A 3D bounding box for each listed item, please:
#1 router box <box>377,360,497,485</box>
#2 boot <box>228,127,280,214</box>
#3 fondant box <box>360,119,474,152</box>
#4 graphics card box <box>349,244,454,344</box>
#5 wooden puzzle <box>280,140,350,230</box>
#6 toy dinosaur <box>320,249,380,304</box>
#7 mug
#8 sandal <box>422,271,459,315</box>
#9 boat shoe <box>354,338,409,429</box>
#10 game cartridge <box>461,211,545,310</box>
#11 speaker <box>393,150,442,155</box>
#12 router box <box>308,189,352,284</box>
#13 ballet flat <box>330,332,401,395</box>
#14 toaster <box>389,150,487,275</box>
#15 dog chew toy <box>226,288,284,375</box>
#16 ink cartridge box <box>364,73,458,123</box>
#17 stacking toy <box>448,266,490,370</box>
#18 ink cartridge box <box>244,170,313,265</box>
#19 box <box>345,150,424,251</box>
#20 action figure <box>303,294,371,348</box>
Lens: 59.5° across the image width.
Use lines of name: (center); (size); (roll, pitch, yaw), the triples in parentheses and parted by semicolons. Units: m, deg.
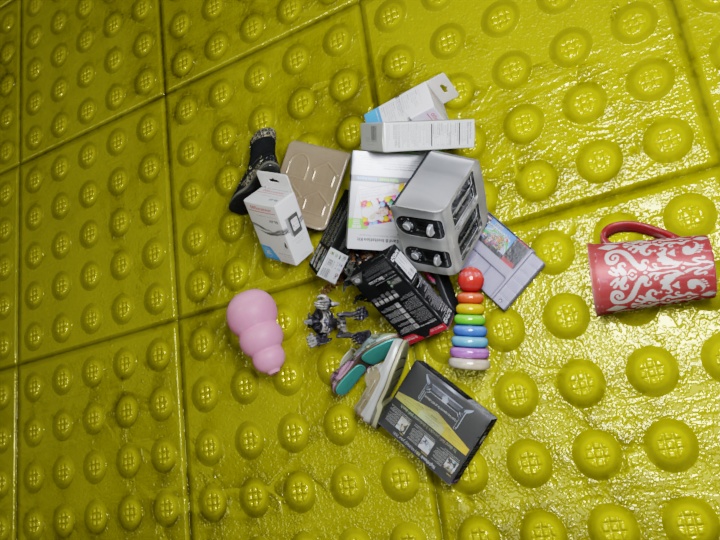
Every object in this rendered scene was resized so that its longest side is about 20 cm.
router box: (0.155, 0.306, 1.285); (0.199, 0.052, 0.159); (36, 98, 28)
boot: (-0.271, -0.253, 1.614); (0.203, 0.073, 0.156); (-40, 44, 37)
fondant box: (0.113, -0.275, 1.280); (0.144, 0.196, 0.060); (-147, 54, -68)
graphics card box: (0.084, 0.053, 1.289); (0.200, 0.051, 0.125); (46, 137, -14)
wooden puzzle: (-0.124, -0.207, 1.541); (0.183, 0.046, 0.203); (18, 84, 29)
toy dinosaur: (0.000, 0.000, 1.416); (0.201, 0.101, 0.137); (-53, 30, 28)
mug: (0.512, -0.016, 1.122); (0.196, 0.133, 0.182); (-7, 78, 22)
sandal: (0.154, 0.004, 1.337); (0.045, 0.075, 0.203); (-28, 71, 28)
boat shoe: (0.042, 0.232, 1.338); (0.068, 0.074, 0.203); (24, 98, 22)
game cartridge: (0.270, -0.032, 1.305); (0.200, 0.038, 0.130); (45, 106, 27)
speaker: (0.086, -0.227, 1.409); (0.196, 0.088, 0.090); (1, 80, 27)
router box: (-0.045, -0.081, 1.419); (0.050, 0.149, 0.203); (26, 94, -15)
ballet flat: (0.003, 0.189, 1.387); (0.200, 0.069, 0.072); (-45, 44, 13)
toaster: (0.160, -0.116, 1.236); (0.117, 0.182, 0.201); (16, 56, 30)
dog chew toy: (-0.239, 0.149, 1.489); (0.123, 0.124, 0.203); (-29, 76, 19)
ink cartridge box: (0.122, -0.340, 1.395); (0.197, 0.115, 0.068); (-23, 69, 22)
stacking toy: (0.223, 0.095, 1.265); (0.084, 0.085, 0.205); (2, 86, 27)
ink cartridge box: (-0.196, -0.122, 1.461); (0.114, 0.203, 0.067); (14, 44, 40)
box: (0.050, -0.144, 1.325); (0.152, 0.041, 0.205); (4, 98, -6)
action figure: (-0.072, 0.113, 1.399); (0.198, 0.101, 0.122); (-2, 82, 43)
